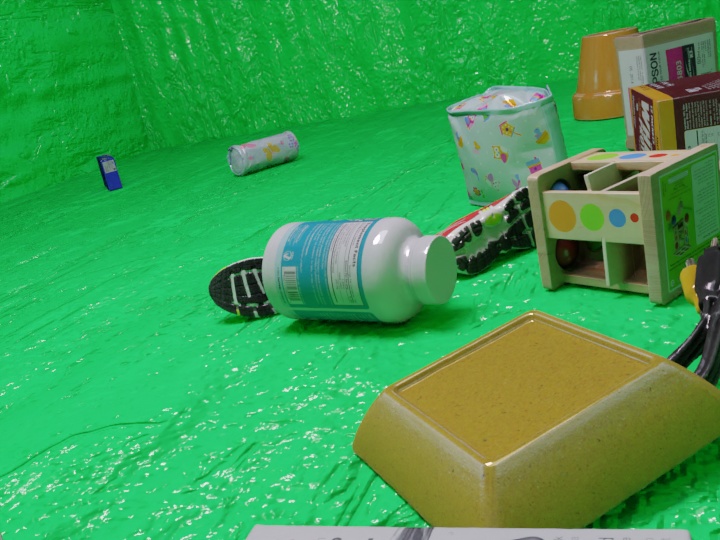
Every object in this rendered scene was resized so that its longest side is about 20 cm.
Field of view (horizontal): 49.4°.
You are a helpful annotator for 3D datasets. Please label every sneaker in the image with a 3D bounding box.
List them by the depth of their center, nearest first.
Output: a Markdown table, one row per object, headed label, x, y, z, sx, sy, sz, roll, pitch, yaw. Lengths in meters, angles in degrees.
| label | x | y | z | sx | sy | sz | roll | pitch | yaw |
| --- | --- | --- | --- | --- | --- | --- | --- | --- | --- |
| sneaker | -0.089 | 0.009 | 0.969 | 0.199 | 0.074 | 0.081 | -10 | 6 | -14 |
| sneaker | 0.160 | -0.055 | 0.979 | 0.199 | 0.078 | 0.085 | -22 | 14 | -31 |

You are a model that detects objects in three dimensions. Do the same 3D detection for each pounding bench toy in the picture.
| label | x | y | z | sx | sy | sz | roll | pitch | yaw |
| --- | --- | --- | --- | --- | --- | --- | --- | --- | --- |
| pounding bench toy | 0.292 | -0.065 | 0.823 | 0.199 | 0.125 | 0.156 | -24 | 20 | -35 |

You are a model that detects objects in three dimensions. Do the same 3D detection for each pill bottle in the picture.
| label | x | y | z | sx | sy | sz | roll | pitch | yaw |
| --- | --- | --- | --- | --- | --- | --- | --- | --- | --- |
| pill bottle | 0.000 | 0.000 | 0.840 | 0.199 | 0.112 | 0.111 | 0 | 20 | 34 |

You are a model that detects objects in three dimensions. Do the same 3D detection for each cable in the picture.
| label | x | y | z | sx | sy | sz | roll | pitch | yaw |
| --- | --- | --- | --- | --- | --- | --- | --- | --- | --- |
| cable | 0.278 | 0.037 | 0.590 | 0.097 | 0.050 | 0.200 | -18 | 29 | 41 |

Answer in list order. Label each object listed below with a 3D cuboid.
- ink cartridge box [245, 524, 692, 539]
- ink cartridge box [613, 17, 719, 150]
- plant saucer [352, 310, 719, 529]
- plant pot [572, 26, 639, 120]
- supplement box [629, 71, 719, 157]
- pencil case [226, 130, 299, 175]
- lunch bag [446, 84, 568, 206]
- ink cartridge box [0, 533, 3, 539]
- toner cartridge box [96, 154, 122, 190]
| label | x | y | z | sx | sy | sz | roll | pitch | yaw |
| --- | --- | --- | --- | --- | --- | --- | --- | --- | --- |
| ink cartridge box | 0.028 | 0.172 | 0.294 | 0.199 | 0.084 | 0.145 | -6 | 18 | 19 |
| ink cartridge box | 0.544 | -0.326 | 1.375 | 0.164 | 0.201 | 0.075 | -18 | 17 | -18 |
| plant saucer | 0.109 | 0.091 | 0.531 | 0.199 | 0.049 | 0.200 | -26 | 21 | -18 |
| plant pot | 0.589 | -0.462 | 1.824 | 0.199 | 0.185 | 0.200 | -11 | 17 | 3 |
| supplement box | 0.509 | -0.205 | 1.119 | 0.199 | 0.134 | 0.197 | -8 | 17 | 11 |
| pencil case | -0.264 | -0.320 | 2.136 | 0.199 | 0.084 | 0.090 | -23 | 11 | -32 |
| lunch bag | 0.239 | -0.183 | 1.171 | 0.121 | 0.171 | 0.200 | -27 | 21 | -23 |
| ink cartridge box | -0.173 | 0.175 | 0.320 | 0.084 | 0.146 | 0.200 | -21 | 19 | -27 |
| toner cartridge box | -0.785 | -0.308 | 2.443 | 0.043 | 0.096 | 0.200 | -16 | 17 | -19 |
